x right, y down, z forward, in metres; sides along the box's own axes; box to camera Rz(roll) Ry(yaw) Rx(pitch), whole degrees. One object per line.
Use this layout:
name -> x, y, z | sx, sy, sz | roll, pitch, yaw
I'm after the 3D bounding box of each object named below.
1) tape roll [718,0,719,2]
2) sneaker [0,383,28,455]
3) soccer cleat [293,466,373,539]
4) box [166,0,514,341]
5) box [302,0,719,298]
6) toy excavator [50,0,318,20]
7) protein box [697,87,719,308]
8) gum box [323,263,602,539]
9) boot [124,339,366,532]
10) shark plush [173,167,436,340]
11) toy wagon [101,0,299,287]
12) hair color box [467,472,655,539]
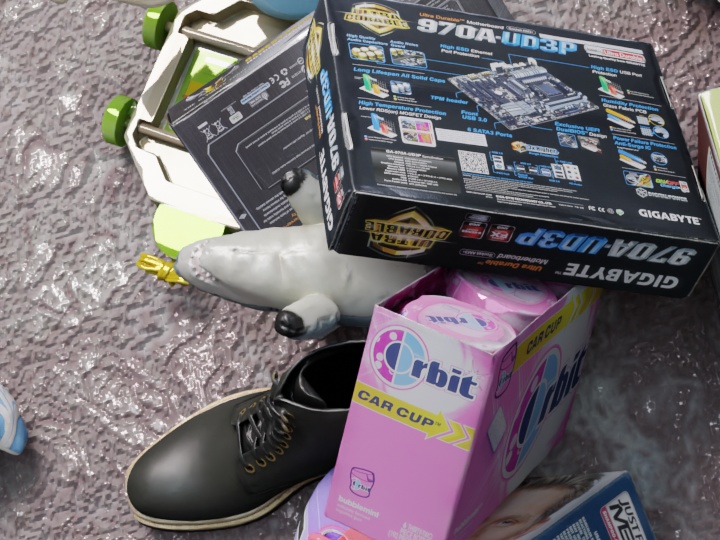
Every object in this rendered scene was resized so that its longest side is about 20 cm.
tape roll -> 0.260, -0.197, 0.806 | 0.201, 0.071, 0.203 | -9, 46, 9
sneaker -> -0.290, 0.137, 0.999 | 0.200, 0.072, 0.073 | -37, 98, 7
soccer cleat -> -0.029, 0.194, 0.875 | 0.066, 0.076, 0.201 | 15, 76, 23
box -> 0.012, -0.081, 0.961 | 0.199, 0.048, 0.159 | -35, 108, 1
box -> 0.075, -0.068, 0.864 | 0.199, 0.046, 0.160 | 7, 45, -16
toy excavator -> -0.074, -0.199, 0.984 | 0.200, 0.194, 0.100 | -45, 42, 6
protein box -> 0.285, -0.020, 0.850 | 0.197, 0.200, 0.136 | -14, 73, 8
gum box -> 0.063, 0.054, 0.850 | 0.066, 0.200, 0.114 | 21, 112, 19
boot -> -0.055, 0.085, 0.924 | 0.199, 0.138, 0.078 | -22, 71, 6
shark plush -> 0.000, 0.000, 0.922 | 0.083, 0.199, 0.092 | -25, 70, 52
toy wagon -> -0.084, -0.082, 1.030 | 0.154, 0.040, 0.201 | 19, 80, 16
hair color box -> 0.051, 0.174, 0.837 | 0.199, 0.100, 0.061 | -27, 98, -36
